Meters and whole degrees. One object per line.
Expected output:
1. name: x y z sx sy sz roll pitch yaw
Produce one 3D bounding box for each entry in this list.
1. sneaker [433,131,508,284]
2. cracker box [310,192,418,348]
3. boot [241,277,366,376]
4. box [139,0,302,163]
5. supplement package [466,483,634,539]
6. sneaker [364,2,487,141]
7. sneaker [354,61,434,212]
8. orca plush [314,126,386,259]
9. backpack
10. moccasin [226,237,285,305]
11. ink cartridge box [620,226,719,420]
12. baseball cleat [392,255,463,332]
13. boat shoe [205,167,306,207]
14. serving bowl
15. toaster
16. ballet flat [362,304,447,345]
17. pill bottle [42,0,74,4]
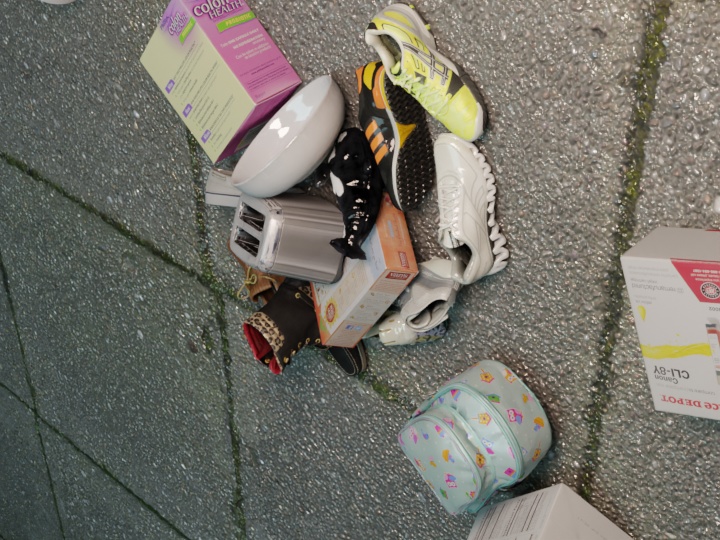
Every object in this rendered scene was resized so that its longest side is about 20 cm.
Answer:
1. sneaker: 0.131 -0.077 1.505 0.075 0.081 0.202 4 117 50
2. cracker box: 0.000 0.000 1.659 0.200 0.057 0.135 -51 41 45
3. boot: -0.087 0.111 1.831 0.073 0.150 0.201 -12 114 49
4. box: -0.208 -0.294 1.724 0.201 0.096 0.176 53 144 4
5. supplement package: 0.250 0.416 1.636 0.151 0.151 0.200 38 146 -12
6. sneaker: 0.076 -0.235 1.453 0.200 0.076 0.075 51 142 7
7. sneaker: 0.039 -0.179 1.552 0.090 0.070 0.202 18 125 49
8. orca plush: -0.010 -0.119 1.566 0.104 0.201 0.071 18 147 -2
9. backpack: 0.161 0.230 1.629 0.176 0.153 0.200 54 138 13
10. moccasin: -0.154 0.027 1.914 0.202 0.077 0.074 56 144 2
11. ink cartridge box: 0.386 0.062 1.304 0.144 0.083 0.202 5 120 47
12. baseball cleat: 0.063 0.036 1.642 0.070 0.107 0.199 36 151 -23
13. boat shoe: -0.162 -0.131 1.821 0.199 0.072 0.066 7 98 42
14. serving bowl: -0.087 -0.172 1.610 0.066 0.201 0.199 41 148 -18
15. toaster: -0.100 -0.048 1.661 0.200 0.128 0.115 34 113 59
16. ballet flat: 0.039 0.083 1.740 0.199 0.072 0.073 8 122 46
17. pill bottle: -0.474 -0.527 1.845 0.116 0.116 0.201 44 143 18
